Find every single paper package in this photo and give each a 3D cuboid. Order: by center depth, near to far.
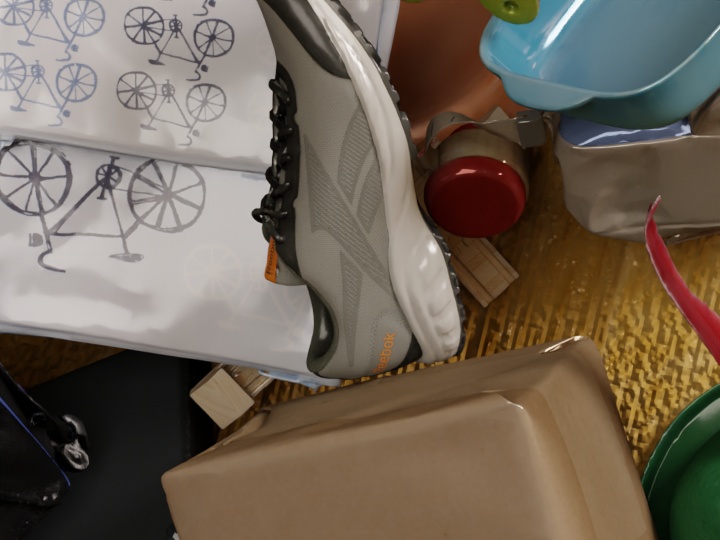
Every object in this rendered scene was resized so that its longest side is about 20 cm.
[{"bbox_3d":[0.036,0.150,1.097,0.190,0.103,0.201,-14,98,26],"label":"paper package"}]

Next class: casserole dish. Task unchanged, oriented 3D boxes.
[{"bbox_3d":[0.137,-0.129,1.060,0.121,0.039,0.200,18,62,47],"label":"casserole dish"}]

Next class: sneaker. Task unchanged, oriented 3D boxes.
[{"bbox_3d":[-0.015,-0.041,1.097,0.079,0.074,0.201,-20,109,-6],"label":"sneaker"}]

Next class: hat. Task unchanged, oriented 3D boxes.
[{"bbox_3d":[0.171,0.106,1.057,0.200,0.176,0.166,38,95,20],"label":"hat"}]

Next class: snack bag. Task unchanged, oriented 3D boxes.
[{"bbox_3d":[-0.087,-0.053,1.149,0.187,0.021,0.201,9,99,1],"label":"snack bag"}]

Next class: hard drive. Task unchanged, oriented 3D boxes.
[{"bbox_3d":[-0.163,0.117,1.211,0.199,0.033,0.140,-22,42,15],"label":"hard drive"}]

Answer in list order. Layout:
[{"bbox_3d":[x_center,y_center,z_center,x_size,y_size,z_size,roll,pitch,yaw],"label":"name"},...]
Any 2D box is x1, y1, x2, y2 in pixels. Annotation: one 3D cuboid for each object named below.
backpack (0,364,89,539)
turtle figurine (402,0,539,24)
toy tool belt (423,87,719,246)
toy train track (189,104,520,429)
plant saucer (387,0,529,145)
[{"bbox_3d":[-0.250,0.052,1.149,0.182,0.200,0.135,21,63,45],"label":"backpack"},{"bbox_3d":[0.057,-0.188,1.088,0.199,0.065,0.162,21,65,9],"label":"turtle figurine"},{"bbox_3d":[0.129,-0.079,1.142,0.199,0.125,0.123,-7,46,11],"label":"toy tool belt"},{"bbox_3d":[0.000,0.000,1.176,0.200,0.033,0.115,-43,101,3],"label":"toy train track"},{"bbox_3d":[0.007,-0.134,1.175,0.199,0.038,0.201,-2,114,-4],"label":"plant saucer"}]
